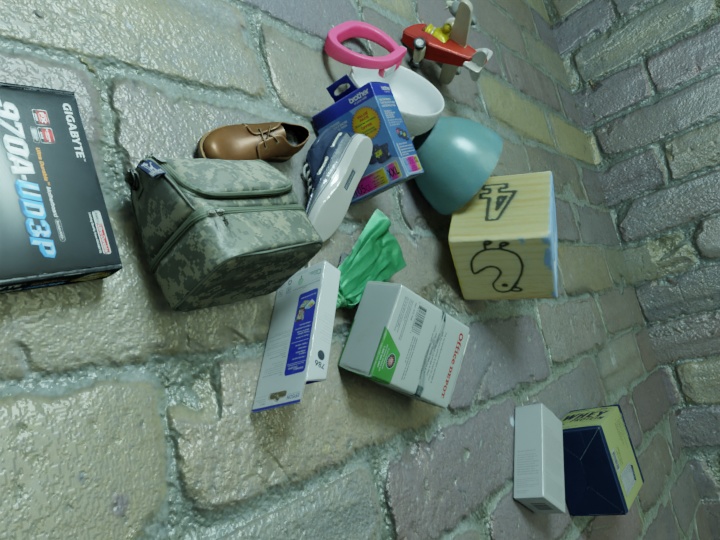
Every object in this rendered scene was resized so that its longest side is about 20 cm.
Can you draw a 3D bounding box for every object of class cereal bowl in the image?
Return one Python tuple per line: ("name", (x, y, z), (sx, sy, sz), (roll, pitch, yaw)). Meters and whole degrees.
("cereal bowl", (0.062, -0.328, 1.078), (0.197, 0.084, 0.202), (13, 43, -12))

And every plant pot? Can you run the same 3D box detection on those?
("plant pot", (0.177, -0.239, 1.137), (0.134, 0.200, 0.202), (34, 48, -18))

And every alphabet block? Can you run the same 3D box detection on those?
("alphabet block", (0.309, -0.071, 1.159), (0.198, 0.197, 0.197), (-72, 149, -41))

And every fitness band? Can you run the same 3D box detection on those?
("fitness band", (0.011, -0.441, 1.079), (0.142, 0.038, 0.200), (30, 40, 5))

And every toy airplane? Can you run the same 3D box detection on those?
("toy airplane", (0.224, -0.546, 1.313), (0.198, 0.198, 0.143), (34, 62, -38))

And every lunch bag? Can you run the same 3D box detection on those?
("lunch bag", (-0.168, -0.060, 0.670), (0.199, 0.139, 0.169), (-14, 69, -53))

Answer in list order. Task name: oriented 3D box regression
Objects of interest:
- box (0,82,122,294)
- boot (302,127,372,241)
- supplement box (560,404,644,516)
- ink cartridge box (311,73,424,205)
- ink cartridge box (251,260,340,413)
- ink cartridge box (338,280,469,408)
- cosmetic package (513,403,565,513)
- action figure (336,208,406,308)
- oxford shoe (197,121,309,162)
("box", (-0.339, -0.081, 0.532), (0.158, 0.046, 0.203), (-11, 82, -52))
("boot", (-0.061, -0.140, 0.893), (0.202, 0.089, 0.073), (-62, 151, -15))
("supplement box", (0.580, 0.461, 1.345), (0.198, 0.133, 0.203), (-7, 79, -52))
("ink cartridge box", (0.006, -0.234, 0.953), (0.076, 0.135, 0.203), (-24, 92, -57))
("ink cartridge box", (-0.083, 0.091, 0.727), (0.039, 0.099, 0.203), (36, 49, -36))
("ink cartridge box", (0.078, 0.124, 0.889), (0.199, 0.082, 0.149), (32, 72, -39))
("cosmetic package", (0.386, 0.406, 1.183), (0.101, 0.071, 0.202), (41, 46, -31))
("action figure", (0.000, 0.000, 0.908), (0.119, 0.054, 0.200), (58, 46, -17))
("oxford shoe", (-0.150, -0.191, 0.797), (0.199, 0.071, 0.072), (-30, 99, -51))
